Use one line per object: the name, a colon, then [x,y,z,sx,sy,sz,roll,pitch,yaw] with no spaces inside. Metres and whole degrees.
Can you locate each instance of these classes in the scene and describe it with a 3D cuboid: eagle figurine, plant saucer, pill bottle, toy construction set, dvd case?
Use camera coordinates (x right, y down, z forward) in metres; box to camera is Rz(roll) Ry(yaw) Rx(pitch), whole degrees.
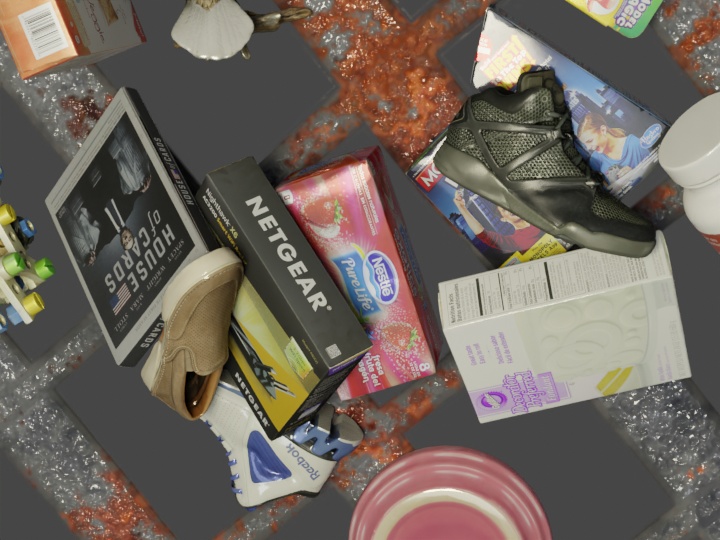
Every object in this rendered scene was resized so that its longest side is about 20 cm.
eagle figurine: [-0.139,-0.286,1.186,0.150,0.152,0.202,16,132,35]
plant saucer: [0.084,0.270,1.326,0.197,0.051,0.204,2,102,7]
pill bottle: [0.341,-0.051,1.159,0.112,0.113,0.200,-42,112,14]
toy construction set: [-0.348,-0.043,1.275,0.091,0.131,0.203,-13,100,10]
dvd case: [-0.206,-0.039,1.239,0.151,0.025,0.201,-49,55,28]

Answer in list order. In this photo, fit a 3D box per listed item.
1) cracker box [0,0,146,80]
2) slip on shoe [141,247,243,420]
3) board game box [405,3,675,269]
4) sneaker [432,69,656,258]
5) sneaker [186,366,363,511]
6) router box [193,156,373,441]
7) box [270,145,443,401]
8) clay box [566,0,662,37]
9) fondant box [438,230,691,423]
cracker box: [-0.255,-0.242,1.181,0.057,0.200,0.136,-20,100,11]
slip on shoe: [-0.136,0.058,1.185,0.061,0.076,0.201,51,138,19]
board game box: [0.145,-0.123,1.223,0.200,0.062,0.200,-43,93,15]
sneaker: [0.166,-0.091,1.147,0.198,0.076,0.115,31,109,15]
sneaker: [-0.108,0.160,1.313,0.197,0.081,0.116,27,103,0]
router box: [-0.086,0.027,1.220,0.201,0.052,0.158,56,146,14]
box: [0.000,0.000,1.251,0.094,0.100,0.203,-17,99,11]
clay box: [0.180,-0.296,1.186,0.199,0.048,0.116,33,105,-1]
fondant box: [0.181,0.053,1.222,0.197,0.059,0.145,-13,137,12]
